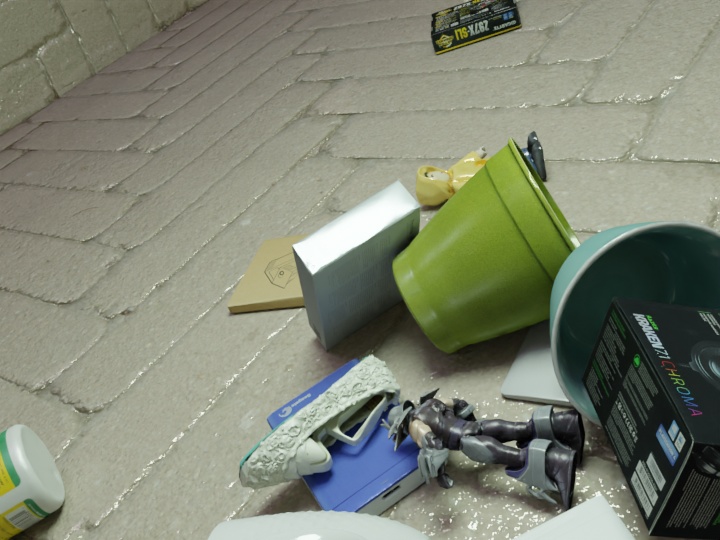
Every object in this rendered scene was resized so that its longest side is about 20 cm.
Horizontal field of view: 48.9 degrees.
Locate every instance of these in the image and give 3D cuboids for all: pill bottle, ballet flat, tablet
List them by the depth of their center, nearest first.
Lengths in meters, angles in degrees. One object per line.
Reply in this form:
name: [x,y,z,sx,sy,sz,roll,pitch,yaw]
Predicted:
ballet flat: [-0.035,0.165,0.819,0.199,0.073,0.071,-38,34,-21]
tablet: [0.243,0.071,0.871,0.128,0.014,0.201,2,39,35]
pill bottle: [-0.462,0.279,0.928,0.198,0.114,0.113,-31,32,-11]

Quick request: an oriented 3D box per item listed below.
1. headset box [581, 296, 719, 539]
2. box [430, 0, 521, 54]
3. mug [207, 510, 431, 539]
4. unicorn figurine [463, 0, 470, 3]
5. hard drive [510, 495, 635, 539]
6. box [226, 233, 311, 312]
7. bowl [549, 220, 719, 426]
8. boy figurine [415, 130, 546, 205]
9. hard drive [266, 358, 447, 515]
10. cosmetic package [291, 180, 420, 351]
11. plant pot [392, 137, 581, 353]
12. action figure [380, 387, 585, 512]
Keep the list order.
headset box: [0.302,0.117,0.625,0.195,0.094,0.175,8,31,-7]
box: [0.255,-0.561,1.775,0.196,0.050,0.161,-15,30,15]
mug: [-0.029,0.250,0.608,0.171,0.202,0.150,-8,48,9]
unicorn figurine: [0.324,-0.686,1.906,0.135,0.074,0.203,4,54,22]
hard drive: [0.179,0.274,0.597,0.130,0.027,0.201,-25,31,-3]
box: [-0.087,-0.003,1.190,0.196,0.022,0.165,-6,35,25]
bowl: [0.259,0.039,0.749,0.197,0.204,0.105,-22,19,1]
boy figurine: [0.178,-0.150,1.199,0.196,0.065,0.125,-12,36,12]
hard drive: [-0.011,0.183,0.859,0.131,0.026,0.200,-32,33,-12]
cosmetic package: [0.000,0.000,0.965,0.149,0.201,0.052,-30,63,-14]
plant pot: [0.145,-0.010,0.898,0.191,0.201,0.202,-33,28,17]
action figure: [0.108,0.162,0.755,0.196,0.071,0.130,7,25,25]
